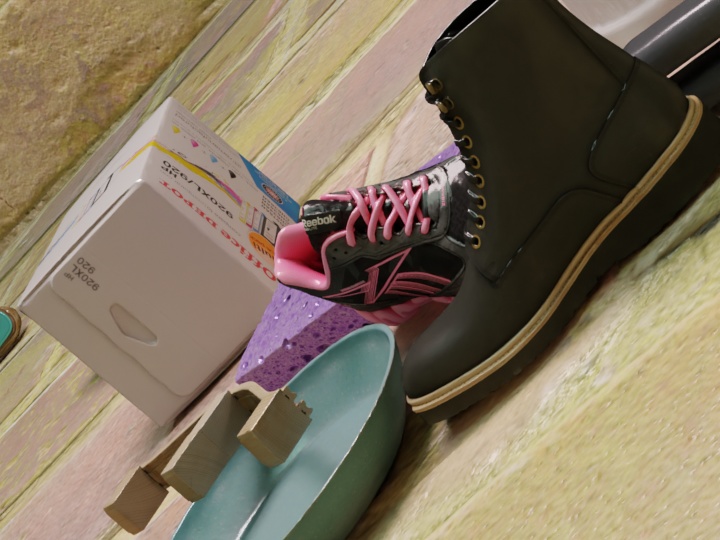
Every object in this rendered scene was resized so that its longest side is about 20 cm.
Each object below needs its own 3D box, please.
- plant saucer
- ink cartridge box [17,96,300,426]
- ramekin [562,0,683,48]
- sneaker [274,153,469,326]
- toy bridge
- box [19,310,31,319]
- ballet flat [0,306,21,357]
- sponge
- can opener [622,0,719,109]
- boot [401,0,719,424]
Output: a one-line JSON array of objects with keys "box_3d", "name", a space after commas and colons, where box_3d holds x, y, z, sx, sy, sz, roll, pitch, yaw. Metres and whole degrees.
[{"box_3d": [-0.037, 0.117, 0.990, 0.200, 0.036, 0.200, -47, 13, 14], "name": "plant saucer"}, {"box_3d": [-0.148, -0.010, 1.449, 0.145, 0.147, 0.200, -45, 15, 18], "name": "ink cartridge box"}, {"box_3d": [0.177, -0.233, 1.109, 0.202, 0.094, 0.203, -47, 14, 15], "name": "ramekin"}, {"box_3d": [0.018, -0.021, 1.011, 0.200, 0.095, 0.080, -30, 51, 55], "name": "sneaker"}, {"box_3d": [-0.083, 0.098, 1.057, 0.200, 0.027, 0.067, -31, 20, 54], "name": "toy bridge"}, {"box_3d": [-0.212, -0.022, 1.773, 0.122, 0.106, 0.201, -34, 21, 55], "name": "box"}, {"box_3d": [-0.514, 0.123, 2.471, 0.200, 0.068, 0.072, -48, -6, 8], "name": "ballet flat"}, {"box_3d": [0.000, 0.000, 1.197, 0.200, 0.030, 0.112, -36, 21, 44], "name": "sponge"}, {"box_3d": [0.154, -0.103, 0.926, 0.200, 0.053, 0.067, -35, 19, 47], "name": "can opener"}, {"box_3d": [0.055, -0.039, 0.888, 0.200, 0.138, 0.078, -48, 13, 11], "name": "boot"}]
